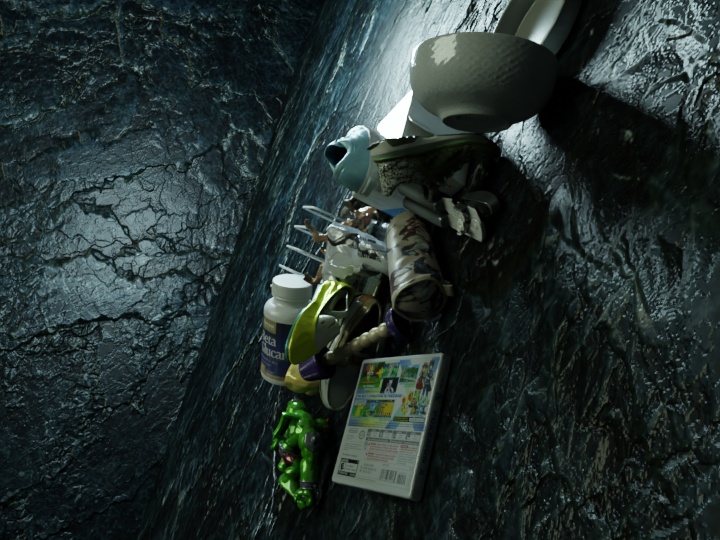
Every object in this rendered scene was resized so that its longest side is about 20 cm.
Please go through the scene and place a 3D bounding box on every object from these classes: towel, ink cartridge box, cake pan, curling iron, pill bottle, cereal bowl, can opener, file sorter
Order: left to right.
[{"bbox_3d":[-0.143,0.117,1.359,0.111,0.108,0.206,-124,38,-69],"label":"pill bottle"},{"bbox_3d":[-0.097,-0.028,1.471,0.205,0.122,0.138,-68,19,-2],"label":"file sorter"},{"bbox_3d":[0.017,0.006,1.267,0.204,0.034,0.192,-66,21,0],"label":"towel"},{"bbox_3d":[0.033,0.145,1.058,0.049,0.025,0.204,-29,41,49],"label":"curling iron"},{"bbox_3d":[0.092,-0.186,1.104,0.199,0.126,0.128,-34,37,58],"label":"ink cartridge box"},{"bbox_3d":[0.126,-0.093,0.983,0.066,0.054,0.199,-33,32,-19],"label":"can opener"},{"bbox_3d":[0.157,-0.234,0.888,0.199,0.195,0.086,-178,94,-70],"label":"cereal bowl"},{"bbox_3d":[0.252,-0.357,0.985,0.202,0.036,0.203,-55,22,34],"label":"cake pan"}]

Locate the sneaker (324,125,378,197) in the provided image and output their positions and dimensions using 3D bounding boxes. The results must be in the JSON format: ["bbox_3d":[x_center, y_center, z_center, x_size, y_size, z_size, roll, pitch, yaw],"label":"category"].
[{"bbox_3d":[-0.018,-0.195,1.095,0.075,0.080,0.201,-58,21,23],"label":"sneaker"}]

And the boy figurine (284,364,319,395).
[{"bbox_3d":[-0.089,0.173,1.228,0.200,0.063,0.128,-64,-17,-71],"label":"boy figurine"}]

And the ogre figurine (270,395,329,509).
[{"bbox_3d":[-0.108,0.305,1.168,0.200,0.095,0.123,-94,19,-75],"label":"ogre figurine"}]

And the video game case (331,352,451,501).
[{"bbox_3d":[0.039,0.209,0.931,0.198,0.022,0.187,-17,53,57],"label":"video game case"}]

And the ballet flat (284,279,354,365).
[{"bbox_3d":[-0.057,0.076,1.069,0.201,0.065,0.068,-61,-31,-56],"label":"ballet flat"}]

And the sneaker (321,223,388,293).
[{"bbox_3d":[0.000,0.000,1.171,0.199,0.074,0.118,30,110,48],"label":"sneaker"}]

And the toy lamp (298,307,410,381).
[{"bbox_3d":[-0.015,0.120,1.058,0.197,0.058,0.059,-31,34,25],"label":"toy lamp"}]

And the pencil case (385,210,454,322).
[{"bbox_3d":[0.083,-0.012,1.011,0.202,0.087,0.079,-94,-2,-54],"label":"pencil case"}]

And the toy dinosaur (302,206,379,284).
[{"bbox_3d":[-0.033,-0.032,1.284,0.132,0.085,0.206,-3,78,28],"label":"toy dinosaur"}]

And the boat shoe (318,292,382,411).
[{"bbox_3d":[-0.016,0.138,1.127,0.068,0.073,0.206,10,84,66],"label":"boat shoe"}]

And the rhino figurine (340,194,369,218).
[{"bbox_3d":[0.011,-0.154,1.397,0.088,0.060,0.199,-49,7,-29],"label":"rhino figurine"}]

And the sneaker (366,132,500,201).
[{"bbox_3d":[0.106,-0.145,0.960,0.077,0.194,0.091,-152,57,-76],"label":"sneaker"}]
